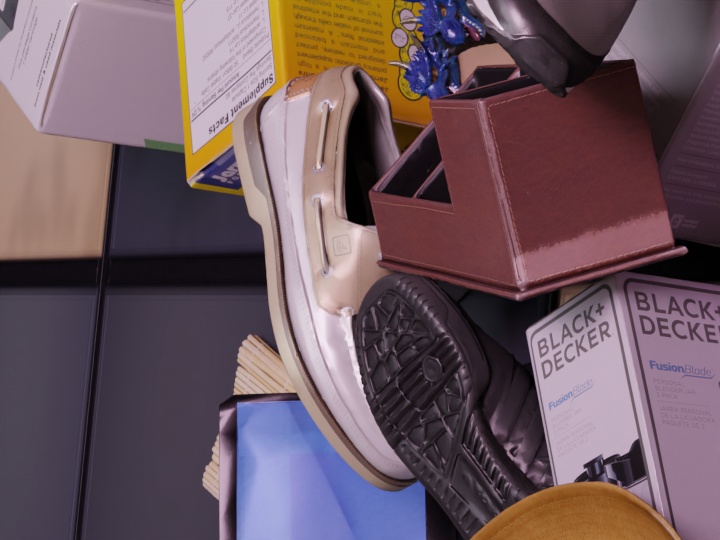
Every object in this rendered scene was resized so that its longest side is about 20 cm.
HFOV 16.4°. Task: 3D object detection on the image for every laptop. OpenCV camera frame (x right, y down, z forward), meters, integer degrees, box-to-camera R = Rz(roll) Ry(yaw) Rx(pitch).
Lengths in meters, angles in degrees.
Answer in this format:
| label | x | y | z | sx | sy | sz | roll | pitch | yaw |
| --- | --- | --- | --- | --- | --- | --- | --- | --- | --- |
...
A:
| label | x | y | z | sx | sy | sz | roll | pitch | yaw |
| --- | --- | --- | --- | --- | --- | --- | --- | --- | --- |
| laptop | 0.025 | 0.132 | 1.168 | 0.200 | 0.103 | 0.178 | -22 | 66 | 55 |

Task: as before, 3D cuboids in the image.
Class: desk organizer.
| label | x | y | z | sx | sy | sz | roll | pitch | yaw |
| --- | --- | --- | --- | --- | --- | --- | --- | --- | --- |
| desk organizer | 0.058 | -0.041 | 1.030 | 0.200 | 0.071 | 0.077 | -166 | 62 | -75 |

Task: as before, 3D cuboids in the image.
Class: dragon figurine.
| label | x | y | z | sx | sy | sz | roll | pitch | yaw |
| --- | --- | --- | --- | --- | --- | --- | --- | --- | --- |
| dragon figurine | 0.048 | -0.155 | 1.194 | 0.059 | 0.099 | 0.201 | -53 | 38 | 39 |

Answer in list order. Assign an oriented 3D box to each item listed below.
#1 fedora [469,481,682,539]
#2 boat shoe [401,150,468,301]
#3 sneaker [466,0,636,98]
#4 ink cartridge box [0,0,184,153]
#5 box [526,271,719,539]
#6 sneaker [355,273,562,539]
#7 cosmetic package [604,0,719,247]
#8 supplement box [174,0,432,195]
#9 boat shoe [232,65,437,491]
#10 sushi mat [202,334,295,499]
| label | x | y | z | sx | sy | sz | roll | pitch | yaw |
| --- | --- | --- | --- | --- | --- | --- | --- | --- | --- |
| fedora | 0.051 | 0.168 | 0.911 | 0.200 | 0.081 | 0.202 | -17 | 69 | 52 |
| boat shoe | 0.026 | -0.022 | 1.240 | 0.200 | 0.070 | 0.064 | -38 | 53 | 39 |
| sneaker | 0.090 | -0.147 | 0.938 | 0.079 | 0.074 | 0.201 | -29 | 29 | 42 |
| ink cartridge box | -0.146 | -0.149 | 1.473 | 0.200 | 0.145 | 0.084 | 49 | 125 | 52 |
| box | 0.141 | 0.106 | 0.970 | 0.060 | 0.116 | 0.201 | -39 | 51 | 47 |
| sneaker | 0.082 | 0.084 | 1.035 | 0.060 | 0.104 | 0.200 | -49 | 61 | 35 |
| cosmetic package | 0.158 | -0.119 | 1.023 | 0.200 | 0.090 | 0.107 | -60 | 37 | 27 |
| supplement box | -0.027 | -0.147 | 1.311 | 0.109 | 0.109 | 0.201 | -35 | 54 | 51 |
| boat shoe | 0.000 | 0.000 | 1.157 | 0.068 | 0.075 | 0.201 | -28 | 73 | 31 |
| sushi mat | -0.032 | 0.112 | 1.354 | 0.200 | 0.012 | 0.096 | 35 | 114 | 56 |
